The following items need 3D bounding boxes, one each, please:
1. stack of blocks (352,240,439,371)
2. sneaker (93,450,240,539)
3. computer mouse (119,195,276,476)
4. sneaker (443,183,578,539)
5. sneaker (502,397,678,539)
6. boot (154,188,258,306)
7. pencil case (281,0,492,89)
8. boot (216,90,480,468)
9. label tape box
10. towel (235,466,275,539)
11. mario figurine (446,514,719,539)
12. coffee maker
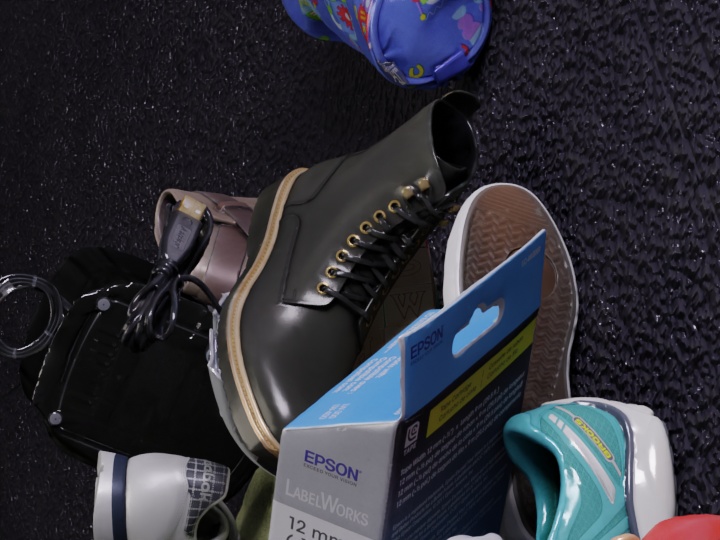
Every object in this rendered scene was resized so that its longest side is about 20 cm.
[{"bbox_3d":[0.021,0.079,1.518,0.115,0.059,0.200,80,-176,-48],"label":"stack of blocks"},{"bbox_3d":[-0.109,0.181,1.601,0.200,0.080,0.076,87,179,-51],"label":"sneaker"},{"bbox_3d":[-0.068,0.055,1.486,0.200,0.044,0.110,56,-150,-37],"label":"computer mouse"},{"bbox_3d":[0.070,0.057,1.415,0.085,0.073,0.200,140,129,-62],"label":"sneaker"},{"bbox_3d":[0.108,0.155,1.277,0.078,0.080,0.200,123,144,-56],"label":"sneaker"},{"bbox_3d":[-0.056,-0.023,1.672,0.200,0.146,0.070,-120,46,-62],"label":"boot"},{"bbox_3d":[0.014,-0.159,1.612,0.087,0.078,0.200,69,168,-20],"label":"pencil case"},{"bbox_3d":[0.000,0.000,1.427,0.138,0.077,0.200,-31,42,34],"label":"boot"},{"bbox_3d":[0.019,0.084,1.283,0.143,0.066,0.200,-37,-41,-53],"label":"label tape box"},{"bbox_3d":[-0.047,0.189,1.555,0.200,0.036,0.148,-98,22,-53],"label":"towel"},{"bbox_3d":[0.102,0.171,1.203,0.200,0.123,0.106,-30,36,18],"label":"mario figurine"},{"bbox_3d":[-0.150,0.046,1.679,0.135,0.192,0.200,-45,14,-5],"label":"coffee maker"}]
